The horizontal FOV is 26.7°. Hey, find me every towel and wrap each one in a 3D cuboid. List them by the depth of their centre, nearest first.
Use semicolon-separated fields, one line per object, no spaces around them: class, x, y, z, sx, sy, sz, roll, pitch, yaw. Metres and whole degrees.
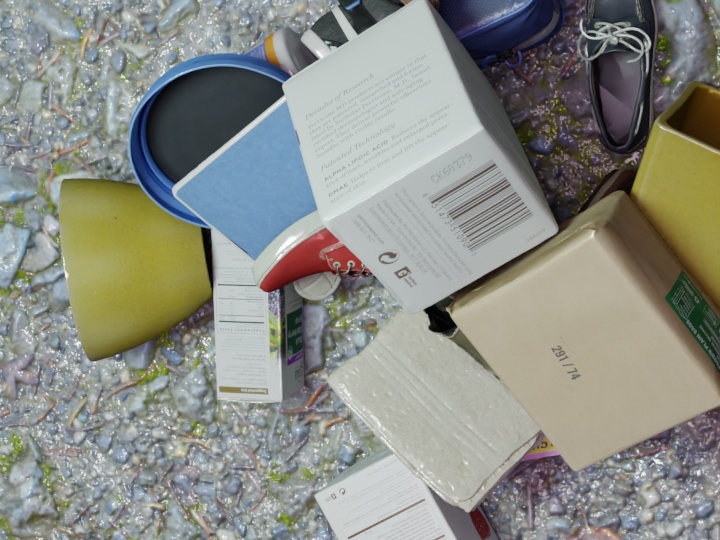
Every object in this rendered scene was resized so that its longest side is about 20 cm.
towel;0.080;0.137;1.534;0.133;0.034;0.200;-43;77;-12

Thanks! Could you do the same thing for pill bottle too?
pill bottle;-0.130;-0.161;1.613;0.200;0.112;0.112;-31;88;19

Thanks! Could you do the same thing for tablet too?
tablet;-0.079;-0.100;1.534;0.200;0.014;0.130;-37;121;22

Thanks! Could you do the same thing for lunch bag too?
lunch bag;0.118;-0.294;1.503;0.136;0.132;0.200;-20;78;19

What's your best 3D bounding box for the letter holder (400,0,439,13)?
letter holder;0.043;-0.350;1.424;0.101;0.142;0.200;-36;70;-19

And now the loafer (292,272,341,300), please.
loafer;-0.025;-0.068;1.621;0.072;0.063;0.200;21;101;-11

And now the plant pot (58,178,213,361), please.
plant pot;-0.236;-0.011;1.642;0.142;0.200;0.200;-9;95;-2

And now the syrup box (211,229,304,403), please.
syrup box;-0.111;0.039;1.652;0.081;0.079;0.200;0;98;17

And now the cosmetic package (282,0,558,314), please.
cosmetic package;0.052;-0.106;1.395;0.165;0.165;0.200;-30;44;13

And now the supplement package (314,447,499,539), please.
supplement package;0.064;0.285;1.608;0.120;0.121;0.200;-30;88;19

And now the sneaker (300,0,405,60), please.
sneaker;0.044;-0.209;1.573;0.200;0.073;0.112;44;94;-3

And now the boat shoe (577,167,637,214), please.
boat shoe;0.215;-0.017;1.532;0.075;0.075;0.202;18;75;49

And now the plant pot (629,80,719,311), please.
plant pot;0.347;-0.036;1.444;0.194;0.196;0.200;27;116;12

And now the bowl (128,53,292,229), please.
bowl;-0.135;-0.132;1.540;0.200;0.039;0.201;-2;128;-2

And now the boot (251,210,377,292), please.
boot;0.000;0.000;1.546;0.200;0.072;0.144;-31;80;1

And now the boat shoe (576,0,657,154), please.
boat shoe;0.255;-0.216;1.509;0.075;0.062;0.200;2;98;19

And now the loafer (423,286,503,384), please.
loafer;0.099;0.051;1.485;0.200;0.070;0.075;45;140;-13

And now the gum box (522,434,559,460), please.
gum box;0.179;0.134;1.579;0.200;0.066;0.114;-13;92;19

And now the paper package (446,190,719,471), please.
paper package;0.219;0.056;1.394;0.191;0.103;0.200;-33;99;39
